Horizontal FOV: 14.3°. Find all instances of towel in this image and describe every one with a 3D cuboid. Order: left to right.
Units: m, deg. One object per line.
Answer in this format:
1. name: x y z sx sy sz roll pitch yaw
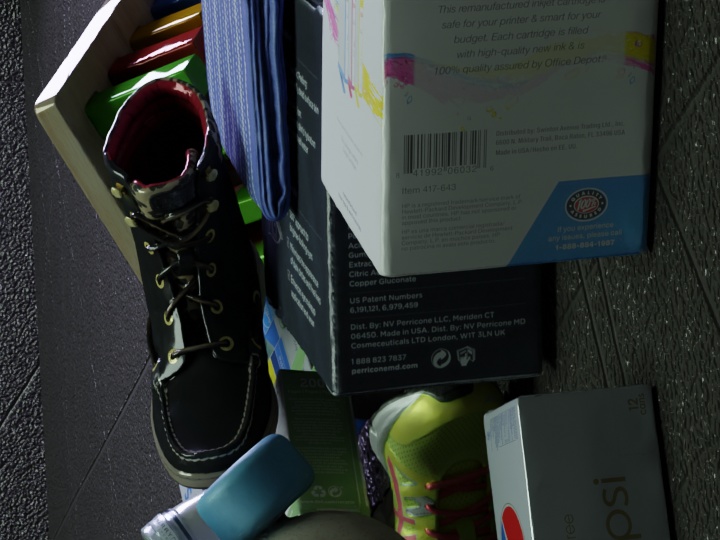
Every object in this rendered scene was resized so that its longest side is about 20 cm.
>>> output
1. towel: -0.063 -0.121 1.563 0.200 0.024 0.146 -122 28 -69

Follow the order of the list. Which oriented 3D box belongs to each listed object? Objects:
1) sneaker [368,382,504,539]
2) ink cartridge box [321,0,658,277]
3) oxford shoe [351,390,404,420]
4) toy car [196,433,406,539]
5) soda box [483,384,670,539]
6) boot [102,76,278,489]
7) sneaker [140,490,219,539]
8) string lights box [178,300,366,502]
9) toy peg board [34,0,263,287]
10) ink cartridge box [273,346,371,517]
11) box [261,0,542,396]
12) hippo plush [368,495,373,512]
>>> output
1. sneaker: 0.053 0.132 1.562 0.201 0.078 0.091 92 158 -51
2. ink cartridge box: 0.056 -0.116 1.302 0.125 0.128 0.201 -122 31 -64
3. oxford shoe: 0.000 0.000 1.777 0.071 0.071 0.201 47 -148 -66
4. toy car: -0.048 0.212 1.537 0.185 0.177 0.200 49 167 3
5. soda box: 0.106 0.157 1.318 0.064 0.068 0.201 142 122 -75
6. boot: -0.093 0.005 1.565 0.201 0.073 0.151 -87 -14 -48
7. sneaker: -0.078 0.214 1.884 0.073 0.071 0.200 50 169 38
8. string lights box: -0.054 0.104 1.906 0.200 0.059 0.103 -62 31 35
9. toy peg board: -0.088 -0.088 1.844 0.201 0.097 0.199 60 -149 -23
10. ink cartridge box: -0.040 0.102 1.655 0.146 0.048 0.201 110 158 -48
11. box: 0.017 -0.059 1.516 0.197 0.117 0.201 -130 37 -71
12. hippo plush: -0.054 0.210 1.762 0.160 0.160 0.201 72 179 -47
